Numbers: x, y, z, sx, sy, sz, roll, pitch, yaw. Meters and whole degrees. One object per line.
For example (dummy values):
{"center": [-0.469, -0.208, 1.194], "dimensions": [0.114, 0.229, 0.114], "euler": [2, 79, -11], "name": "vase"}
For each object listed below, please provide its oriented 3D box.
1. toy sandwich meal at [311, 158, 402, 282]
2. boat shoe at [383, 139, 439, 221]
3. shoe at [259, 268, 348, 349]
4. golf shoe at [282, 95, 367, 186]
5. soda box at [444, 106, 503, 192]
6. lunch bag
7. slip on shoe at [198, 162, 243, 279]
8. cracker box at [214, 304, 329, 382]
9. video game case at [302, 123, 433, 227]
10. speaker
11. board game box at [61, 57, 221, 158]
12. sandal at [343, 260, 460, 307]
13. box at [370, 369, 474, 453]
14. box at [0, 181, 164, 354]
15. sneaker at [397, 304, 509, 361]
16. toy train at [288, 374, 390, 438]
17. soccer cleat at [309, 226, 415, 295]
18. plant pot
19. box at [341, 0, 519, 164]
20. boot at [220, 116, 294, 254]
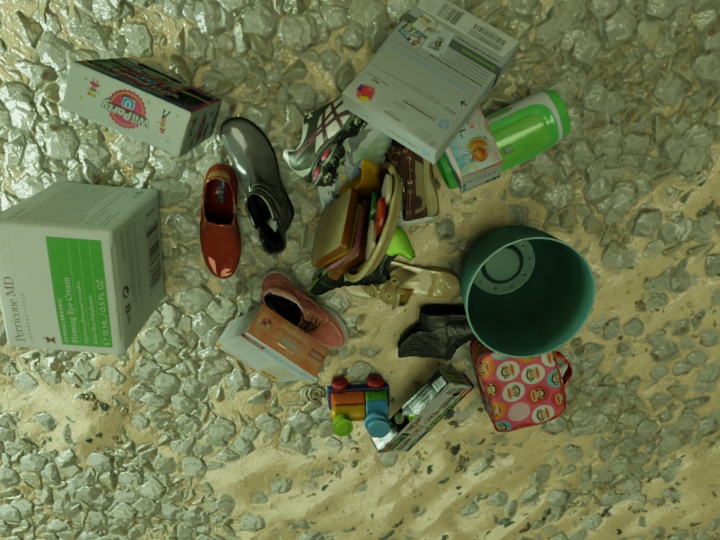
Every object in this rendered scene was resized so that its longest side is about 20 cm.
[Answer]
{"center": [-0.009, -0.076, 0.790], "dimensions": [0.070, 0.205, 0.206], "euler": [16, 112, -18], "name": "toy sandwich meal"}
{"center": [0.069, -0.169, 0.815], "dimensions": [0.071, 0.072, 0.201], "euler": [-15, 120, 2], "name": "boat shoe"}
{"center": [-0.099, 0.087, 0.925], "dimensions": [0.071, 0.091, 0.200], "euler": [-40, 109, 14], "name": "shoe"}
{"center": [-0.038, -0.225, 0.783], "dimensions": [0.088, 0.077, 0.201], "euler": [33, 93, 9], "name": "golf shoe"}
{"center": [0.137, -0.220, 0.763], "dimensions": [0.063, 0.068, 0.201], "euler": [-20, 75, 6], "name": "soda box"}
{"center": [0.311, 0.200, 1.000], "dimensions": [0.175, 0.082, 0.201], "euler": [-17, 113, 4], "name": "lunch bag"}
{"center": [-0.232, -0.074, 0.867], "dimensions": [0.073, 0.061, 0.201], "euler": [5, 114, -7], "name": "slip on shoe"}
{"center": [-0.155, 0.131, 0.895], "dimensions": [0.134, 0.200, 0.058], "euler": [37, 63, -17], "name": "cracker box"}
{"center": [0.016, -0.159, 0.863], "dimensions": [0.181, 0.022, 0.201], "euler": [-12, 113, 2], "name": "video game case"}
{"center": [0.216, -0.202, 0.822], "dimensions": [0.199, 0.089, 0.089], "euler": [-25, 112, 8], "name": "speaker"}
{"center": [-0.284, -0.228, 0.721], "dimensions": [0.147, 0.200, 0.065], "euler": [22, 111, -12], "name": "board game box"}
{"center": [0.074, 0.029, 0.921], "dimensions": [0.210, 0.070, 0.078], "euler": [1, 113, -3], "name": "sandal"}
{"center": [0.120, 0.275, 1.018], "dimensions": [0.200, 0.035, 0.110], "euler": [-49, 143, 16], "name": "box"}
{"center": [-0.418, -0.011, 0.809], "dimensions": [0.170, 0.200, 0.200], "euler": [5, 114, -3], "name": "box"}
{"center": [0.170, 0.119, 0.974], "dimensions": [0.198, 0.060, 0.105], "euler": [3, 114, 0], "name": "sneaker"}
{"center": [-0.041, 0.265, 0.991], "dimensions": [0.198, 0.116, 0.085], "euler": [-2, 113, -2], "name": "toy train"}
{"center": [0.000, 0.000, 0.892], "dimensions": [0.199, 0.067, 0.081], "euler": [-33, 90, 20], "name": "soccer cleat"}
{"center": [0.255, 0.017, 0.873], "dimensions": [0.199, 0.161, 0.202], "euler": [-1, 111, -2], "name": "plant pot"}
{"center": [0.096, -0.266, 0.718], "dimensions": [0.155, 0.041, 0.200], "euler": [34, 78, 11], "name": "box"}
{"center": [-0.156, -0.133, 0.806], "dimensions": [0.069, 0.132, 0.201], "euler": [-25, 112, 9], "name": "boot"}
